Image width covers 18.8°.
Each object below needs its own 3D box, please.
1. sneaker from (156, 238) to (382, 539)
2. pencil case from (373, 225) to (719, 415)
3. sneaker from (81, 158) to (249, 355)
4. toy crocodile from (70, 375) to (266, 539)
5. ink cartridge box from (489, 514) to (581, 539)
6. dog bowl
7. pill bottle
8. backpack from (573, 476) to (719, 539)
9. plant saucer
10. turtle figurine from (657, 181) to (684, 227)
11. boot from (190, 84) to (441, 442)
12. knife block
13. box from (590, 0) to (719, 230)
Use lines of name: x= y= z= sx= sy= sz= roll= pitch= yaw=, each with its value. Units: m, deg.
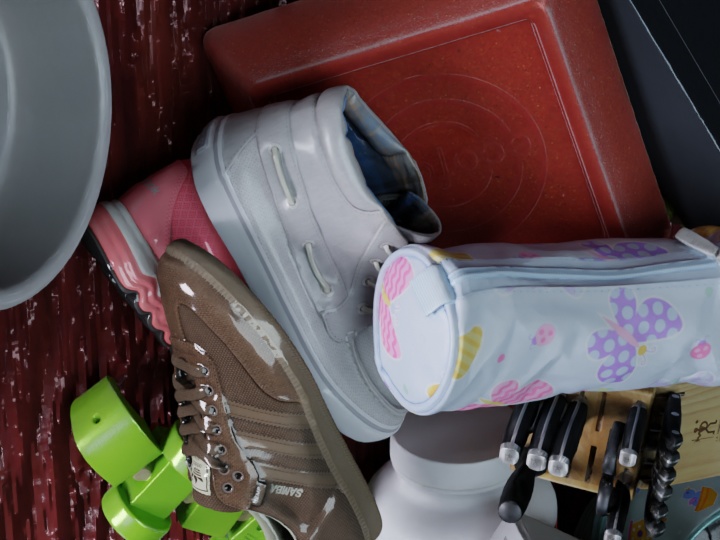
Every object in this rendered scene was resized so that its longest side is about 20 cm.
sneaker: x=-0.058 y=0.080 z=1.086 sx=0.075 sy=0.070 sz=0.201 roll=-38 pitch=116 yaw=-17
pencil case: x=0.105 y=0.023 z=1.080 sx=0.199 sy=0.091 sz=0.084 roll=-5 pitch=72 yaw=-26
sneaker: x=-0.062 y=0.024 z=1.144 sx=0.087 sy=0.074 sz=0.201 roll=-39 pitch=124 yaw=-7
toy crocodile: x=-0.078 y=0.121 z=1.193 sx=0.199 sy=0.062 sz=0.068 roll=29 pitch=114 yaw=-36
ink cartridge box: x=0.096 y=0.253 z=1.184 sx=0.144 sy=0.084 sz=0.201 roll=25 pitch=107 yaw=-23
dog bowl: x=-0.183 y=-0.072 z=0.986 sx=0.200 sy=0.058 sz=0.202 roll=-21 pitch=114 yaw=-60
pill bottle: x=0.058 y=0.178 z=1.250 sx=0.112 sy=0.112 sz=0.201 roll=-12 pitch=118 yaw=-21
backpack: x=0.216 y=0.188 z=1.309 sx=0.175 sy=0.153 sz=0.201 roll=-13 pitch=126 yaw=-20
plant saucer: x=0.042 y=-0.060 z=1.125 sx=0.198 sy=0.037 sz=0.201 roll=-15 pitch=124 yaw=13
turtle figurine: x=0.140 y=-0.078 z=1.188 sx=0.199 sy=0.064 sz=0.162 roll=30 pitch=86 yaw=-7
boot: x=0.000 y=0.000 z=1.097 sx=0.095 sy=0.074 sz=0.201 roll=-15 pitch=122 yaw=28
knife block: x=0.110 y=0.072 z=1.164 sx=0.174 sy=0.200 sz=0.064 roll=-5 pitch=115 yaw=-32
box: x=0.204 y=-0.114 z=1.139 sx=0.141 sy=0.079 sz=0.201 roll=-37 pitch=102 yaw=-22
